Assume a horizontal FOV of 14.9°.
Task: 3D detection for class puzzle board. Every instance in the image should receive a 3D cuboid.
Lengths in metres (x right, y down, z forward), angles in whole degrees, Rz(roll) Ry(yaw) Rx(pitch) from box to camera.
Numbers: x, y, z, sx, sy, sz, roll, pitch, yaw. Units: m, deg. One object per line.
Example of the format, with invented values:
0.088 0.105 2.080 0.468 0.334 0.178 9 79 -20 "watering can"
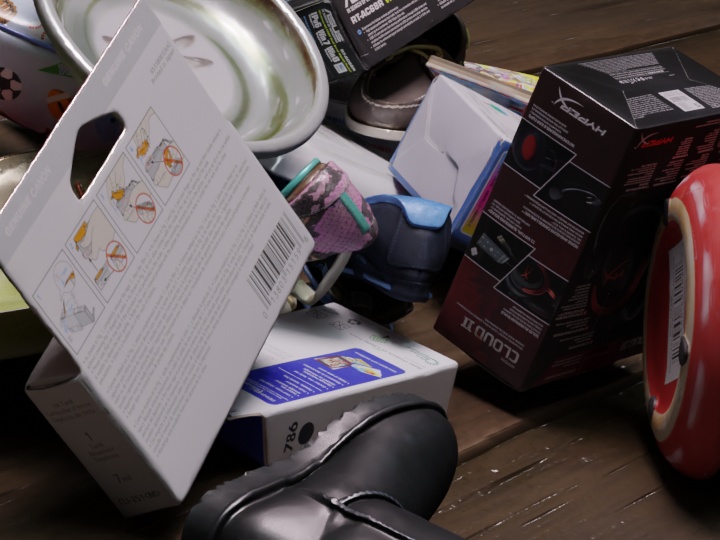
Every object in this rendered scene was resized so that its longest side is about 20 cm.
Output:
0.155 -0.088 1.882 0.200 0.017 0.151 25 -3 38 "puzzle board"

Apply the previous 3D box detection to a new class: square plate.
-0.033 -0.082 1.856 0.198 0.029 0.200 21 10 -40 "square plate"

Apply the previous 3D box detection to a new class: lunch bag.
-0.175 -0.149 1.750 0.199 0.076 0.161 27 36 -7 "lunch bag"

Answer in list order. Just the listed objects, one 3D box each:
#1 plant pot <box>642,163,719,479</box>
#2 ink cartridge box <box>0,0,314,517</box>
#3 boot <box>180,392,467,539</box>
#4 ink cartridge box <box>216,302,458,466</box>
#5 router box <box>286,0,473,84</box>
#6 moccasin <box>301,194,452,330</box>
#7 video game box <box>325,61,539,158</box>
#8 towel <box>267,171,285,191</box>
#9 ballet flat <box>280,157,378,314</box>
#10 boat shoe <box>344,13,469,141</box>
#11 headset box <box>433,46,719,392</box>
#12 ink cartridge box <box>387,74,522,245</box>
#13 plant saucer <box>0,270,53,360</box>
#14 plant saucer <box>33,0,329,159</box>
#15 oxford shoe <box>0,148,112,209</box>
0.259 0.033 1.556 0.182 0.201 0.201 4 19 -4 "plant pot"
-0.113 -0.008 1.372 0.043 0.174 0.200 -15 33 35 "ink cartridge box"
0.030 0.134 1.301 0.162 0.074 0.198 22 28 33 "boot"
-0.045 0.063 1.509 0.099 0.039 0.200 26 22 34 "ink cartridge box"
0.009 -0.194 1.965 0.200 0.062 0.150 -36 14 -36 "router box"
0.000 0.000 1.634 0.080 0.069 0.200 8 -9 -8 "moccasin"
0.052 -0.120 2.083 0.181 0.047 0.200 11 19 2 "video game box"
-0.144 -0.092 1.861 0.111 0.049 0.200 7 19 -42 "towel"
-0.054 -0.005 1.601 0.069 0.071 0.200 -44 9 -34 "ballet flat"
0.037 -0.141 1.974 0.072 0.060 0.200 15 20 10 "boat shoe"
0.137 -0.023 1.628 0.075 0.201 0.148 36 28 27 "headset box"
0.133 -0.037 1.798 0.199 0.077 0.136 24 13 -25 "ink cartridge box"
-0.194 0.021 1.463 0.199 0.031 0.200 -7 10 1 "plant saucer"
-0.116 -0.130 1.664 0.199 0.050 0.201 23 38 -19 "plant saucer"
-0.167 -0.043 1.621 0.199 0.071 0.075 -13 -1 -23 "oxford shoe"
